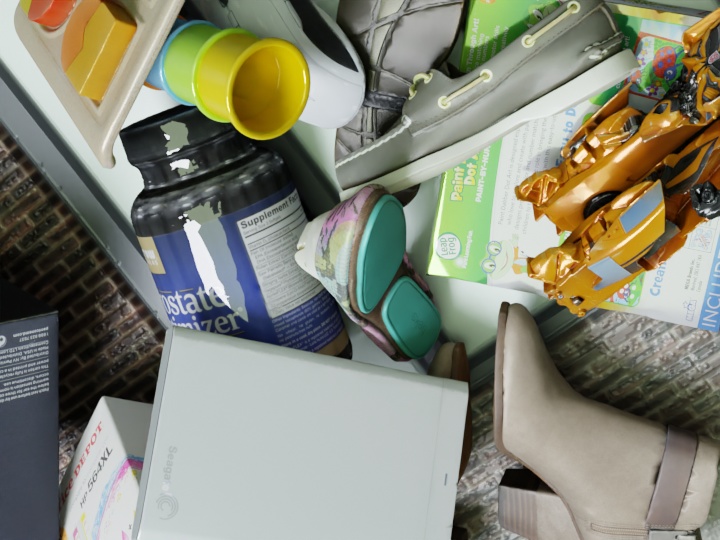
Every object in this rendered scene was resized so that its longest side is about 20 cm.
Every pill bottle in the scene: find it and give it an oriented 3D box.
[{"bbox_3d":[-0.087,-0.013,0.914,0.111,0.112,0.201,-16,103,16],"label":"pill bottle"}]

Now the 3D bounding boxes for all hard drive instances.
[{"bbox_3d":[-0.034,0.118,0.859,0.199,0.026,0.132,12,77,-18],"label":"hard drive"}]

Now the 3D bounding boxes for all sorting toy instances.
[{"bbox_3d":[-0.162,-0.192,0.853,0.036,0.185,0.200,8,120,-38],"label":"sorting toy"}]

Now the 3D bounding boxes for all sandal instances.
[{"bbox_3d":[0.027,-0.133,0.887,0.081,0.055,0.201,14,124,14],"label":"sandal"}]

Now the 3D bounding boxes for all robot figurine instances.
[{"bbox_3d":[0.176,-0.069,0.781,0.058,0.145,0.200,29,125,-25],"label":"robot figurine"}]

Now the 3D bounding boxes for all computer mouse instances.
[{"bbox_3d":[-0.074,-0.170,0.866,0.200,0.044,0.110,49,132,6],"label":"computer mouse"}]

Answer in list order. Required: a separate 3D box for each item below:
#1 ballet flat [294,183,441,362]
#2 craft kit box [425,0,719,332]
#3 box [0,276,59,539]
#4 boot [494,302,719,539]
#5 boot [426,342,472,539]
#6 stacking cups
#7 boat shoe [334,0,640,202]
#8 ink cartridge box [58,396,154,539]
[{"bbox_3d":[0.000,0.000,0.872,0.071,0.200,0.069,25,74,24],"label":"ballet flat"},{"bbox_3d":[0.153,-0.075,0.879,0.197,0.049,0.201,11,109,6],"label":"craft kit box"},{"bbox_3d":[-0.302,0.091,0.949,0.200,0.104,0.183,24,116,44],"label":"box"},{"bbox_3d":[0.165,0.116,0.911,0.146,0.070,0.201,4,122,17],"label":"boot"},{"bbox_3d":[0.004,0.144,0.972,0.146,0.070,0.201,4,100,20],"label":"boot"},{"bbox_3d":[-0.110,-0.137,0.856,0.200,0.060,0.061,30,119,47],"label":"stacking cups"},{"bbox_3d":[0.067,-0.102,0.832,0.201,0.072,0.060,-26,91,19],"label":"boat shoe"},{"bbox_3d":[-0.131,0.189,0.945,0.125,0.200,0.129,15,114,-34],"label":"ink cartridge box"}]
